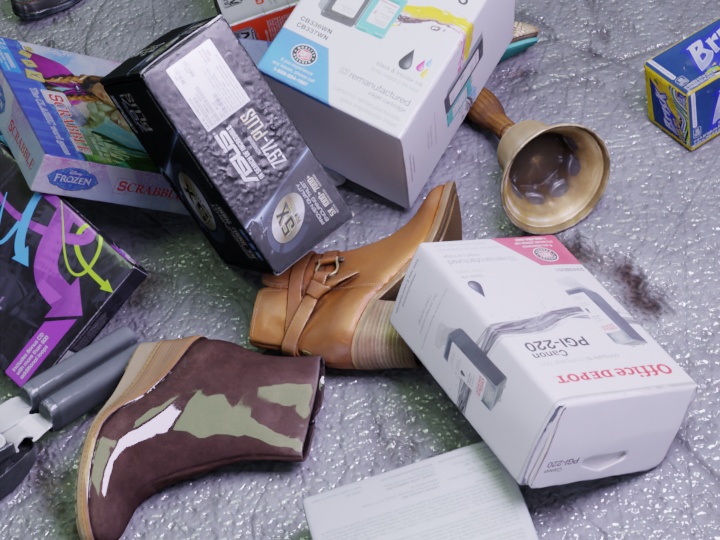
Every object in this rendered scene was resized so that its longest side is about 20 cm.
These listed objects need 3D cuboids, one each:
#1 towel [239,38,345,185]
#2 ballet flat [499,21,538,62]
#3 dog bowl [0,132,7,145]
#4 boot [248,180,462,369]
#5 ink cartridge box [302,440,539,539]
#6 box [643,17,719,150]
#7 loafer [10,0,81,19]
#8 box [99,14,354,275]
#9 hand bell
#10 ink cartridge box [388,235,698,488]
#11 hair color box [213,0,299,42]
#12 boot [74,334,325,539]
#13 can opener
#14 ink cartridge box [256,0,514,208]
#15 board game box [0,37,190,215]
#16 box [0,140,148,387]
[{"bbox_3d":[-0.094,-0.155,1.570,0.146,0.024,0.201,5,44,-15],"label":"towel"},{"bbox_3d":[0.073,-0.203,1.572,0.199,0.071,0.066,-27,83,-13],"label":"ballet flat"},{"bbox_3d":[-0.353,-0.053,1.558,0.111,0.050,0.201,5,50,18],"label":"dog bowl"},{"bbox_3d":[0.000,0.000,1.419,0.154,0.077,0.201,4,57,22],"label":"boot"},{"bbox_3d":[0.057,0.232,1.207,0.159,0.047,0.201,-17,52,-2],"label":"ink cartridge box"},{"bbox_3d":[0.352,-0.193,1.500,0.199,0.070,0.064,-31,46,-15],"label":"box"},{"bbox_3d":[-0.308,-0.349,1.801,0.072,0.073,0.200,24,58,30],"label":"loafer"},{"bbox_3d":[-0.115,-0.104,1.398,0.086,0.201,0.164,-37,16,-14],"label":"box"},{"bbox_3d":[0.134,-0.124,1.496,0.104,0.105,0.200,-23,35,-8],"label":"hand bell"},{"bbox_3d":[0.136,0.064,1.271,0.145,0.085,0.200,-4,40,-34],"label":"ink cartridge box"},{"bbox_3d":[-0.047,-0.283,1.685,0.199,0.061,0.102,-18,47,-4],"label":"hair color box"},{"bbox_3d":[-0.125,0.136,1.315,0.165,0.073,0.201,5,52,16],"label":"boot"},{"bbox_3d":[-0.256,0.116,1.379,0.053,0.067,0.200,33,54,31],"label":"can opener"},{"bbox_3d":[0.027,-0.193,1.463,0.146,0.146,0.201,27,73,14],"label":"ink cartridge box"},{"bbox_3d":[-0.236,-0.132,1.527,0.199,0.041,0.200,8,34,-38],"label":"board game box"},{"bbox_3d":[-0.300,-0.006,1.440,0.200,0.036,0.143,39,90,21],"label":"box"}]
